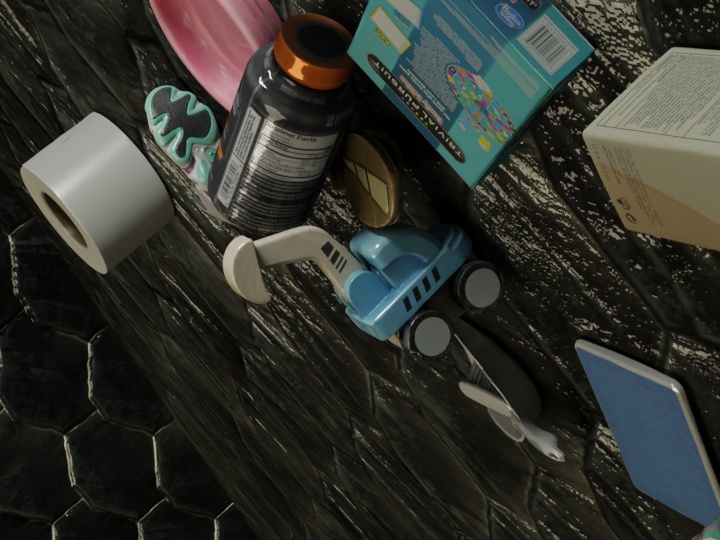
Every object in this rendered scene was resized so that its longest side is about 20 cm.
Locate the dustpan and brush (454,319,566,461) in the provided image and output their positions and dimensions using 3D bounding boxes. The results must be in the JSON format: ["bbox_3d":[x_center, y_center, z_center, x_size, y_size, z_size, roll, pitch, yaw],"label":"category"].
[{"bbox_3d":[0.153,0.136,1.324,0.199,0.057,0.140,26,150,50],"label":"dustpan and brush"}]

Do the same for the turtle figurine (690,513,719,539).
[{"bbox_3d":[0.324,0.198,1.006,0.148,0.102,0.200,5,157,0],"label":"turtle figurine"}]

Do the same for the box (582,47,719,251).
[{"bbox_3d":[0.229,-0.062,0.717,0.199,0.095,0.078,22,148,56],"label":"box"}]

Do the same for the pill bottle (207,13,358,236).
[{"bbox_3d":[-0.065,-0.133,1.173,0.106,0.106,0.201,43,137,16],"label":"pill bottle"}]

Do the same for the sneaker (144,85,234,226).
[{"bbox_3d":[-0.194,-0.125,1.585,0.200,0.078,0.140,50,161,-1],"label":"sneaker"}]

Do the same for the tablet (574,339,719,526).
[{"bbox_3d":[0.266,0.151,1.169,0.130,0.014,0.201,25,149,52],"label":"tablet"}]

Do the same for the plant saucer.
[{"bbox_3d":[-0.130,-0.234,1.271,0.200,0.051,0.201,42,160,19],"label":"plant saucer"}]

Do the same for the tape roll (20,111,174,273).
[{"bbox_3d":[-0.394,-0.115,1.963,0.203,0.139,0.203,43,160,20],"label":"tape roll"}]

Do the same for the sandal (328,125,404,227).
[{"bbox_3d":[0.010,-0.096,1.210,0.200,0.053,0.081,-136,40,-69],"label":"sandal"}]

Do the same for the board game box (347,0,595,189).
[{"bbox_3d":[0.073,-0.161,0.954,0.151,0.047,0.200,48,162,4],"label":"board game box"}]

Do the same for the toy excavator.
[{"bbox_3d":[0.000,0.000,1.186,0.200,0.194,0.100,49,171,-17],"label":"toy excavator"}]
